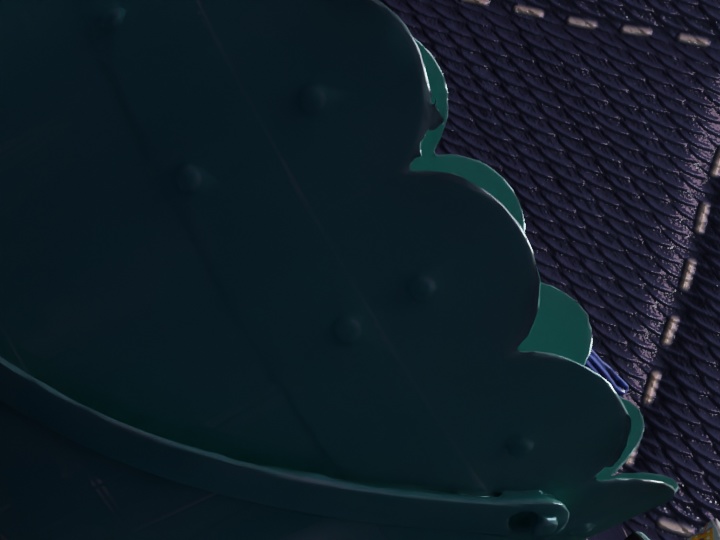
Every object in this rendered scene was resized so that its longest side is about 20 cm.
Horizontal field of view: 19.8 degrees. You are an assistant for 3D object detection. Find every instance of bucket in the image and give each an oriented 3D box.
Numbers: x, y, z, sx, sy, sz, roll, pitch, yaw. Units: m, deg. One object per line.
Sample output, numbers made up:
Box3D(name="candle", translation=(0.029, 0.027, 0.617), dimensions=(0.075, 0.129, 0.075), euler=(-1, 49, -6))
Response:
Box3D(name="bucket", translation=(-0.029, -0.001, 0.501), dimensions=(0.208, 0.134, 0.207), euler=(59, 5, -8))

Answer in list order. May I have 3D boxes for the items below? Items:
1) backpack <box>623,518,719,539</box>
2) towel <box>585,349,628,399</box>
Box3D(name="backpack", translation=(0.196, 0.249, 1.150), dimensions=(0.176, 0.153, 0.200), euler=(57, -4, 38))
Box3D(name="towel", translation=(0.000, 0.000, 0.806), dimensions=(0.199, 0.024, 0.145), euler=(18, -19, 45))
